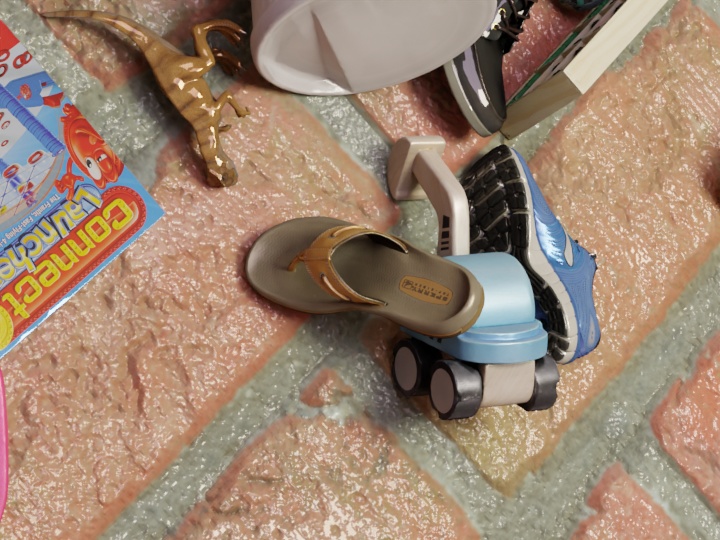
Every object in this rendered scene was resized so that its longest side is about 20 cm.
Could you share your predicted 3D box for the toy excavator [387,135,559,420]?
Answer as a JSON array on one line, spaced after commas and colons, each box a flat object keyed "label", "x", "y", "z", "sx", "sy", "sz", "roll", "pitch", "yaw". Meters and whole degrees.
[{"label": "toy excavator", "x": 0.082, "y": 0.002, "z": 1.562, "sx": 0.099, "sy": 0.194, "sz": 0.201, "roll": -2, "pitch": 104, "yaw": -27}]

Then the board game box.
[{"label": "board game box", "x": -0.281, "y": -0.052, "z": 1.425, "sx": 0.196, "sy": 0.056, "sz": 0.200, "roll": 49, "pitch": 60, "yaw": -6}]

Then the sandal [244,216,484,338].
[{"label": "sandal", "x": 0.000, "y": 0.000, "z": 1.498, "sx": 0.199, "sy": 0.054, "sz": 0.081, "roll": 15, "pitch": 75, "yaw": 23}]

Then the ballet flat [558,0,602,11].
[{"label": "ballet flat", "x": 0.199, "y": -0.337, "z": 1.743, "sx": 0.074, "sy": 0.074, "sz": 0.201, "roll": 4, "pitch": 72, "yaw": -26}]

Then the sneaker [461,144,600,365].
[{"label": "sneaker", "x": 0.148, "y": -0.012, "z": 1.633, "sx": 0.089, "sy": 0.078, "sz": 0.201, "roll": 2, "pitch": 65, "yaw": -51}]

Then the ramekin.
[{"label": "ramekin", "x": 0.001, "y": -0.229, "z": 1.548, "sx": 0.201, "sy": 0.202, "sz": 0.095, "roll": -4, "pitch": 67, "yaw": -28}]

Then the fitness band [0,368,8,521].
[{"label": "fitness band", "x": -0.317, "y": 0.117, "z": 1.334, "sx": 0.143, "sy": 0.037, "sz": 0.201, "roll": -3, "pitch": 90, "yaw": -11}]

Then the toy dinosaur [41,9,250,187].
[{"label": "toy dinosaur", "x": -0.145, "y": -0.161, "z": 1.526, "sx": 0.106, "sy": 0.060, "sz": 0.200, "roll": -40, "pitch": 95, "yaw": -29}]

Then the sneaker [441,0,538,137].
[{"label": "sneaker", "x": 0.122, "y": -0.220, "z": 1.644, "sx": 0.075, "sy": 0.106, "sz": 0.201, "roll": 24, "pitch": 55, "yaw": -67}]

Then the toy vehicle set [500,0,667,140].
[{"label": "toy vehicle set", "x": 0.207, "y": -0.202, "z": 1.682, "sx": 0.027, "sy": 0.124, "sz": 0.200, "roll": 47, "pitch": 60, "yaw": -7}]
